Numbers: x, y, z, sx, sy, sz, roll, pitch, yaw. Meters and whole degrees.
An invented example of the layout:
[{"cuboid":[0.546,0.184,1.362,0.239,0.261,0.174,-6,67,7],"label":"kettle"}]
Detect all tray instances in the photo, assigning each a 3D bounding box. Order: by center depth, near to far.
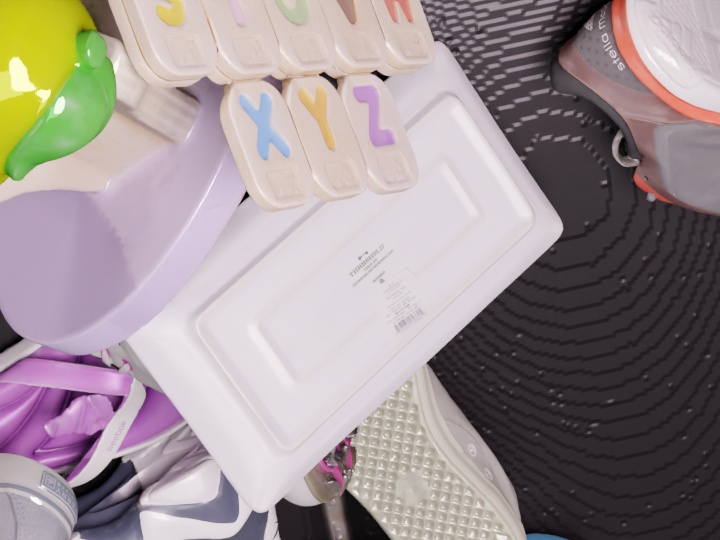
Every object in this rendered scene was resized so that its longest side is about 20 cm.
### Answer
[{"cuboid":[0.000,0.000,0.975,0.200,0.022,0.107,-42,108,-24],"label":"tray"}]

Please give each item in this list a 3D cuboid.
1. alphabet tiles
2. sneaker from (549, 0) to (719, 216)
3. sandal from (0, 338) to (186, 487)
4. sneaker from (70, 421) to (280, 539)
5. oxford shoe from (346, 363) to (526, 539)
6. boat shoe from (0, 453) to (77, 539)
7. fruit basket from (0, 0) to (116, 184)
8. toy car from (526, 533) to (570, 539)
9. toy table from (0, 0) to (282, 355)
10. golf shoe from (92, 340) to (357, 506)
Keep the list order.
[{"cuboid":[-0.037,-0.119,0.873,0.015,0.200,0.196,-24,83,31],"label":"alphabet tiles"},{"cuboid":[0.164,-0.057,1.031,0.200,0.077,0.082,38,134,-26],"label":"sneaker"},{"cuboid":[-0.142,0.070,1.050,0.202,0.050,0.083,-25,121,5],"label":"sandal"},{"cuboid":[-0.118,0.167,1.093,0.199,0.079,0.130,-31,112,-3],"label":"sneaker"},{"cuboid":[0.012,0.067,1.076,0.075,0.058,0.200,-31,106,16],"label":"oxford shoe"},{"cuboid":[-0.218,0.134,1.027,0.200,0.072,0.070,-14,130,28],"label":"boat shoe"},{"cuboid":[-0.181,-0.068,0.798,0.215,0.156,0.216,1,76,-6],"label":"fruit basket"},{"cuboid":[0.060,0.261,1.098,0.176,0.200,0.185,-4,123,-21],"label":"toy car"},{"cuboid":[-0.114,-0.077,0.893,0.117,0.184,0.201,27,76,-48],"label":"toy table"},{"cuboid":[-0.075,0.021,1.008,0.092,0.073,0.200,-29,98,21],"label":"golf shoe"}]
